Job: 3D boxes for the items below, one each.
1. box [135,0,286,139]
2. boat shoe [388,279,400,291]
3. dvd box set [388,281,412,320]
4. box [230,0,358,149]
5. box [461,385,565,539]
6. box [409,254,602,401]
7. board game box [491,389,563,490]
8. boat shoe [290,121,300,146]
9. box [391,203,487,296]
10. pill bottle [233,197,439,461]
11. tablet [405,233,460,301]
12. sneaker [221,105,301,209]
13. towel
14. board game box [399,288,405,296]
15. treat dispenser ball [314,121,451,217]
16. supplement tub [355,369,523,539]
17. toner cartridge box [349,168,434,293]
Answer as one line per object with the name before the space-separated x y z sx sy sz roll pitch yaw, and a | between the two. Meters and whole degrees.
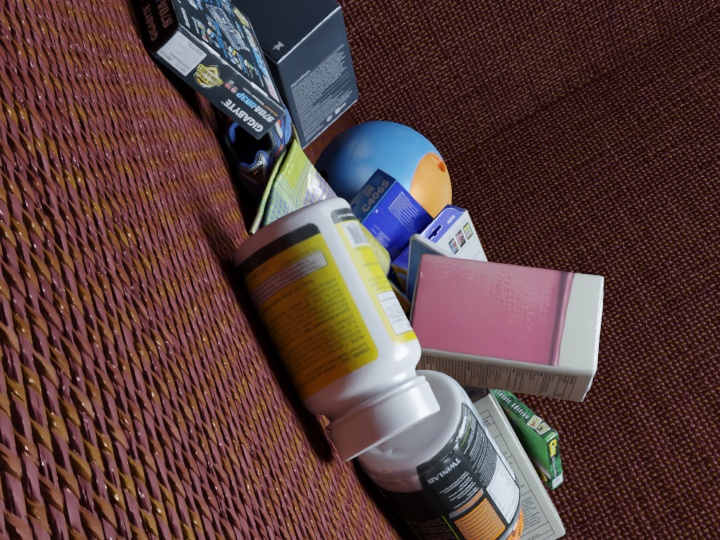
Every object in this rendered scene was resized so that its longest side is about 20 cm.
box | -0.164 -0.247 1.363 0.159 0.046 0.201 37 21 -40
boat shoe | 0.033 0.018 1.947 0.064 0.070 0.201 57 6 -30
dvd box set | 0.000 0.000 1.597 0.200 0.029 0.146 44 -1 17
box | -0.097 -0.270 1.585 0.148 0.107 0.200 42 -13 21
box | 0.136 0.239 1.547 0.201 0.127 0.109 61 4 -12
box | 0.155 0.063 1.422 0.128 0.197 0.110 80 18 -71
board game box | 0.174 0.178 1.625 0.200 0.023 0.105 41 -25 37
boat shoe | -0.112 -0.169 1.518 0.202 0.073 0.065 64 11 21
box | 0.113 0.010 1.701 0.041 0.119 0.201 20 -33 44
pill bottle | -0.018 0.051 1.117 0.202 0.113 0.114 63 6 8
tablet | 0.111 0.041 1.598 0.129 0.014 0.201 31 -28 18
sneaker | -0.115 -0.150 1.418 0.079 0.075 0.201 51 10 -46
towel | -0.035 -0.024 1.373 0.200 0.023 0.145 50 41 -33
board game box | 0.082 0.111 1.819 0.201 0.039 0.158 61 7 -15
treat dispenser ball | 0.027 -0.104 1.804 0.202 0.199 0.201 61 6 -10
supplement tub | 0.082 0.200 1.275 0.201 0.122 0.123 58 7 -41
toner cartridge box | 0.056 -0.037 1.694 0.043 0.095 0.200 35 -6 44
